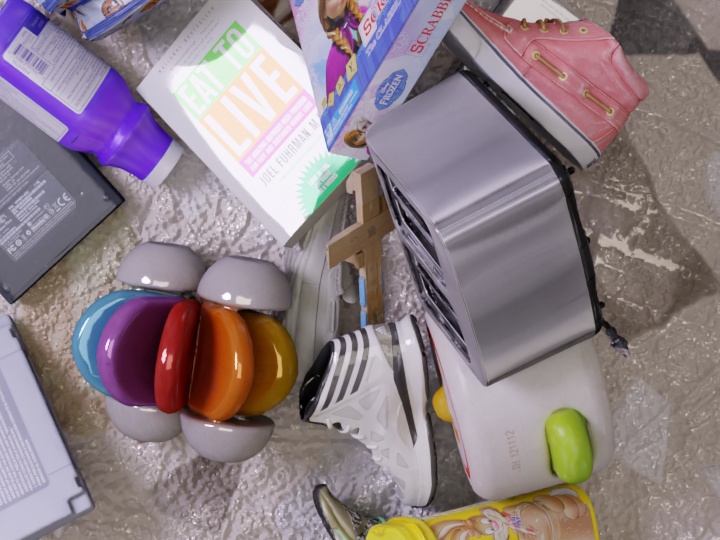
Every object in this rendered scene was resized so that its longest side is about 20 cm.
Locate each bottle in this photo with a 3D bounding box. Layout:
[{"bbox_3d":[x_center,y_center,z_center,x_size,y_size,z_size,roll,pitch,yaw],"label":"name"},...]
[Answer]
[{"bbox_3d":[-0.246,-0.149,1.352,0.200,0.084,0.065,37,137,-16],"label":"bottle"}]

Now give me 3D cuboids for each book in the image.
[{"bbox_3d":[-0.085,-0.137,1.350,0.200,0.048,0.134,45,98,14],"label":"book"}]

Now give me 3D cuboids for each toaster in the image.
[{"bbox_3d":[0.102,-0.027,1.210,0.118,0.200,0.182,-27,131,-8],"label":"toaster"}]

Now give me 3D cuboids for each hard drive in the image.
[{"bbox_3d":[-0.329,-0.091,1.381,0.139,0.033,0.200,-42,95,2],"label":"hard drive"}]

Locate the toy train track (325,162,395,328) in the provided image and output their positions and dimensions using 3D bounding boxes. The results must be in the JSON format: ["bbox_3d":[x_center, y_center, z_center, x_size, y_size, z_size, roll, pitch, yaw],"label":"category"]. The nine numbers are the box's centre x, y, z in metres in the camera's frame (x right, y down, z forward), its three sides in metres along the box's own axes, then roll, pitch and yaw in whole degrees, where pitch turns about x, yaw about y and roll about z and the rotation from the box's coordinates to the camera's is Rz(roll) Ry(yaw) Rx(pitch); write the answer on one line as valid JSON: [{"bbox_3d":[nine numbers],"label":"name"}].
[{"bbox_3d":[0.000,0.000,1.345,0.032,0.114,0.201,19,125,35],"label":"toy train track"}]

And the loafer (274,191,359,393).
[{"bbox_3d":[-0.034,0.012,1.385,0.069,0.070,0.202,10,97,-17],"label":"loafer"}]

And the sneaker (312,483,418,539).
[{"bbox_3d":[0.040,0.250,1.410,0.200,0.077,0.089,43,83,-12],"label":"sneaker"}]

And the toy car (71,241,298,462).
[{"bbox_3d":[-0.160,0.071,1.324,0.199,0.150,0.176,10,97,28],"label":"toy car"}]

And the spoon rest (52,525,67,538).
[{"bbox_3d":[-0.351,0.197,1.402,0.199,0.061,0.100,13,94,11],"label":"spoon rest"}]

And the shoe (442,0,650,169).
[{"bbox_3d":[0.142,-0.181,1.253,0.200,0.071,0.091,42,91,-10],"label":"shoe"}]

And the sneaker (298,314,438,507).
[{"bbox_3d":[0.005,0.132,1.366,0.114,0.076,0.202,-9,123,-3],"label":"sneaker"}]

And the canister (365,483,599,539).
[{"bbox_3d":[0.115,0.274,1.358,0.199,0.086,0.150,-9,90,-30],"label":"canister"}]

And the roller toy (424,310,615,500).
[{"bbox_3d":[0.130,0.100,1.337,0.139,0.200,0.184,-15,84,-1],"label":"roller toy"}]

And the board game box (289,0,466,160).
[{"bbox_3d":[0.012,-0.231,1.250,0.041,0.200,0.200,9,136,-27],"label":"board game box"}]

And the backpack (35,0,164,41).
[{"bbox_3d":[-0.214,-0.282,1.288,0.200,0.191,0.154,-42,95,1],"label":"backpack"}]

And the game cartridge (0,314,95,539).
[{"bbox_3d":[-0.331,0.152,1.360,0.133,0.041,0.201,-25,70,-9],"label":"game cartridge"}]

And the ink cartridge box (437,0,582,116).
[{"bbox_3d":[0.103,-0.152,1.346,0.068,0.116,0.200,37,94,-5],"label":"ink cartridge box"}]
